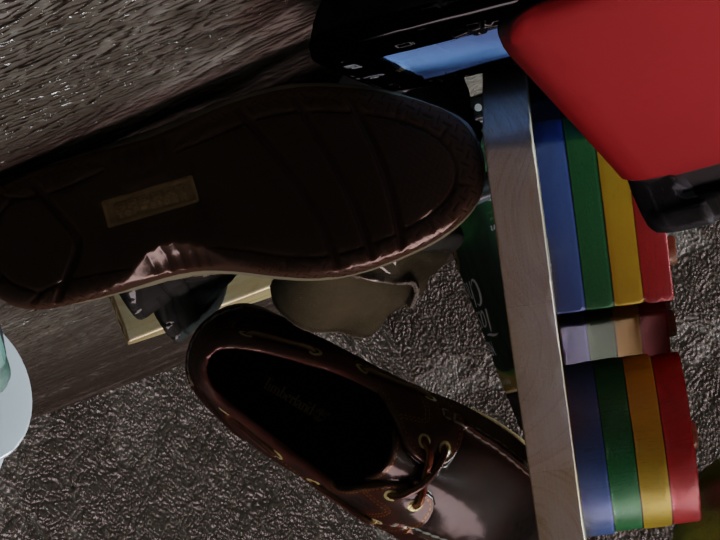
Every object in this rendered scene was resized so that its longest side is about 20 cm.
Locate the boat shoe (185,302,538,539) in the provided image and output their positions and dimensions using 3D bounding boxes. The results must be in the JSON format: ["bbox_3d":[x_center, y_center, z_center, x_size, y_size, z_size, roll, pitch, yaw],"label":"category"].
[{"bbox_3d":[0.008,0.082,1.044,0.071,0.199,0.070,-63,-174,4],"label":"boat shoe"}]

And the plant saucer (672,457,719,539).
[{"bbox_3d":[0.212,0.066,0.959,0.199,0.031,0.200,-30,175,-3],"label":"plant saucer"}]

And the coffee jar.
[{"bbox_3d":[0.102,-0.001,1.322,0.085,0.201,0.104,-21,177,-6],"label":"coffee jar"}]

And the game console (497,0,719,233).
[{"bbox_3d":[0.169,-0.096,0.735,0.199,0.119,0.173,-14,-154,28],"label":"game console"}]

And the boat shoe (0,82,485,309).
[{"bbox_3d":[-0.048,-0.033,0.889,0.200,0.075,0.075,-6,-174,11],"label":"boat shoe"}]

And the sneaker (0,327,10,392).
[{"bbox_3d":[-0.224,0.042,0.908,0.139,0.078,0.200,-21,177,-24],"label":"sneaker"}]

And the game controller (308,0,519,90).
[{"bbox_3d":[0.043,-0.089,0.825,0.104,0.042,0.200,-22,177,9],"label":"game controller"}]

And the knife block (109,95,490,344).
[{"bbox_3d":[-0.019,-0.034,1.183,0.175,0.064,0.199,-25,176,38],"label":"knife block"}]

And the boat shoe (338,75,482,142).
[{"bbox_3d":[0.019,-0.060,1.027,0.068,0.057,0.200,-22,177,-3],"label":"boat shoe"}]

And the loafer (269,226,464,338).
[{"bbox_3d":[0.000,0.000,1.005,0.070,0.075,0.200,-63,174,-2],"label":"loafer"}]

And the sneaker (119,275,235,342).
[{"bbox_3d":[-0.070,-0.018,1.050,0.090,0.076,0.200,-28,180,0],"label":"sneaker"}]

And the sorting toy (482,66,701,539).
[{"bbox_3d":[0.098,0.012,0.948,0.069,0.200,0.200,-7,-164,5],"label":"sorting toy"}]

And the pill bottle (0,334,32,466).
[{"bbox_3d":[-0.259,0.088,1.169,0.199,0.113,0.112,-23,177,39],"label":"pill bottle"}]
